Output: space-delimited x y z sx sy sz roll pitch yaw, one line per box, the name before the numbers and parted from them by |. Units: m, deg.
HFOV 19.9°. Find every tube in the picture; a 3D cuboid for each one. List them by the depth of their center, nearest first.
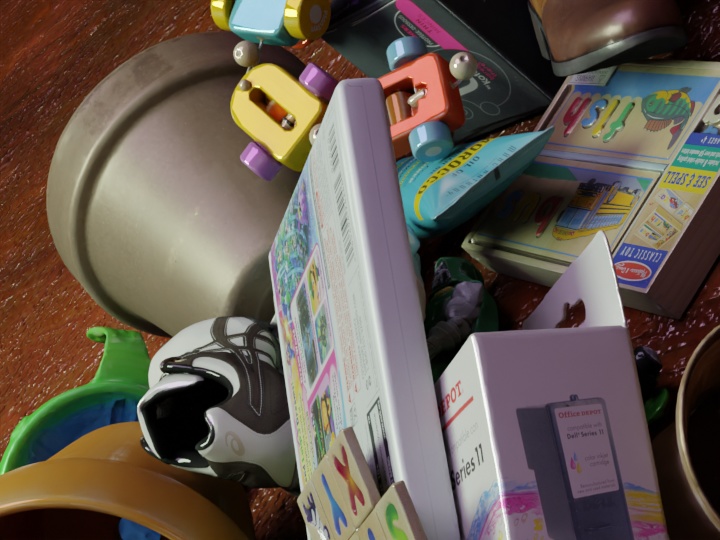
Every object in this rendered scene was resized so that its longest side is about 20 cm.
tube | 0.050 -0.044 1.121 0.077 0.050 0.200 -42 6 -9

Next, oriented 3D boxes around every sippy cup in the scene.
sippy cup | -0.162 0.135 1.257 0.178 0.140 0.130 -48 11 -13

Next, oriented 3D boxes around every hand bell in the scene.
hand bell | 0.121 0.100 0.847 0.200 0.104 0.105 -41 24 56

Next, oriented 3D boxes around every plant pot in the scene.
plant pot | -0.129 0.173 1.084 0.200 0.200 0.183 -46 9 17
plant pot | -0.067 -0.021 1.235 0.201 0.200 0.175 -51 41 6

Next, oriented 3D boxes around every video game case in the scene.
video game case | -0.003 0.047 0.883 0.182 0.024 0.201 117 146 -65

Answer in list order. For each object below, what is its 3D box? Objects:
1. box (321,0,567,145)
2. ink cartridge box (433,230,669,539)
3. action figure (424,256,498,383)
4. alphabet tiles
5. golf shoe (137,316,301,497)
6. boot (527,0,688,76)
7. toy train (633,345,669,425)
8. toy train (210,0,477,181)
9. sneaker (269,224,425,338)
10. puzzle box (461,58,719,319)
box | 0.079 -0.198 1.252 0.106 0.122 0.201 -18 42 52
ink cartridge box | 0.067 0.096 0.797 0.117 0.067 0.201 119 145 -64
action figure | 0.033 0.066 1.066 0.118 0.055 0.201 -50 15 44
alphabet tiles | 0.021 0.167 0.804 0.167 0.006 0.201 120 131 -65
golf shoe | -0.080 0.062 1.066 0.200 0.094 0.078 16 95 60
boot | 0.114 -0.211 1.090 0.068 0.201 0.188 -13 13 2
toy train | 0.070 0.112 0.955 0.200 0.042 0.056 -52 13 6
toy train | -0.007 -0.125 1.160 0.150 0.056 0.201 -30 58 21
sneaker | 0.000 0.000 1.074 0.082 0.074 0.200 -61 8 -14
puzzle box | 0.137 -0.049 1.063 0.133 0.025 0.200 -58 24 -8
